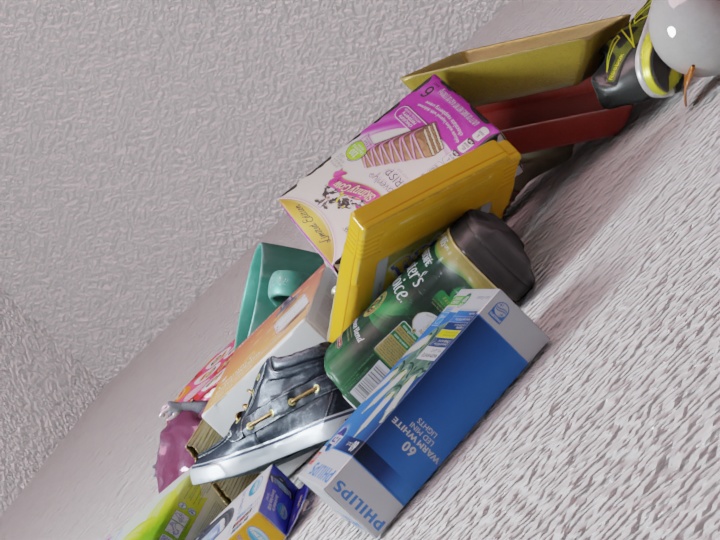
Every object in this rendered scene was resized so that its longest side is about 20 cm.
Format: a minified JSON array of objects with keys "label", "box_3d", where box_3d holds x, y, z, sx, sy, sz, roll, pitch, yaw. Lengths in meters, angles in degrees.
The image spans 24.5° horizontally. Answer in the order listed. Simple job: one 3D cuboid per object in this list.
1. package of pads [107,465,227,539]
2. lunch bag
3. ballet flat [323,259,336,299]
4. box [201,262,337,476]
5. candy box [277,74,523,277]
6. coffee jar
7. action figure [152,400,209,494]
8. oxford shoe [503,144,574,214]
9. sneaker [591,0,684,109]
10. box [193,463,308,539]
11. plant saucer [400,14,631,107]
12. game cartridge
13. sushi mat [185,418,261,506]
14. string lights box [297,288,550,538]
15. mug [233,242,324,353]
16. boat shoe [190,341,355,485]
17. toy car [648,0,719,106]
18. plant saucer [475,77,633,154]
[{"label":"package of pads","box_3d":[-0.221,0.300,1.675,0.200,0.068,0.155,-42,10,28]},{"label":"lunch bag","box_3d":[-0.148,0.134,2.095,0.176,0.082,0.200,-42,8,26]},{"label":"ballet flat","box_3d":[0.000,0.000,1.656,0.073,0.201,0.073,-10,-23,-4]},{"label":"box","box_3d":[-0.058,0.101,1.686,0.152,0.106,0.200,-44,8,15]},{"label":"candy box","box_3d":[0.036,-0.081,1.569,0.200,0.061,0.136,-40,40,-2]},{"label":"coffee jar","box_3d":[0.063,0.037,1.441,0.200,0.085,0.104,-44,8,9]},{"label":"action figure","box_3d":[-0.152,0.206,1.813,0.148,0.135,0.200,-2,-2,-30]},{"label":"oxford shoe","box_3d":[0.147,-0.083,1.755,0.200,0.074,0.071,-28,-28,33]},{"label":"sneaker","box_3d":[0.272,-0.222,1.611,0.084,0.075,0.200,-18,22,29]},{"label":"box","box_3d":[-0.125,0.256,1.495,0.200,0.041,0.119,-47,7,12]},{"label":"plant saucer","box_3d":[0.165,-0.207,1.681,0.199,0.049,0.200,-10,11,23]},{"label":"game cartridge","box_3d":[0.056,-0.019,1.490,0.176,0.032,0.200,-28,-26,-24]},{"label":"sushi mat","box_3d":[-0.124,0.174,1.705,0.012,0.096,0.200,-30,13,19]},{"label":"string lights box","box_3d":[0.047,0.106,1.266,0.200,0.059,0.103,-48,9,-10]},{"label":"mug","box_3d":[-0.072,0.056,1.875,0.185,0.114,0.153,-113,36,-73]},{"label":"boat shoe","box_3d":[-0.087,0.136,1.558,0.200,0.091,0.071,-24,-12,30]},{"label":"toy car","box_3d":[0.308,-0.245,1.451,0.177,0.184,0.201,-64,-8,-68]},{"label":"plant saucer","box_3d":[0.188,-0.161,1.699,0.199,0.037,0.200,-11,18,14]}]
